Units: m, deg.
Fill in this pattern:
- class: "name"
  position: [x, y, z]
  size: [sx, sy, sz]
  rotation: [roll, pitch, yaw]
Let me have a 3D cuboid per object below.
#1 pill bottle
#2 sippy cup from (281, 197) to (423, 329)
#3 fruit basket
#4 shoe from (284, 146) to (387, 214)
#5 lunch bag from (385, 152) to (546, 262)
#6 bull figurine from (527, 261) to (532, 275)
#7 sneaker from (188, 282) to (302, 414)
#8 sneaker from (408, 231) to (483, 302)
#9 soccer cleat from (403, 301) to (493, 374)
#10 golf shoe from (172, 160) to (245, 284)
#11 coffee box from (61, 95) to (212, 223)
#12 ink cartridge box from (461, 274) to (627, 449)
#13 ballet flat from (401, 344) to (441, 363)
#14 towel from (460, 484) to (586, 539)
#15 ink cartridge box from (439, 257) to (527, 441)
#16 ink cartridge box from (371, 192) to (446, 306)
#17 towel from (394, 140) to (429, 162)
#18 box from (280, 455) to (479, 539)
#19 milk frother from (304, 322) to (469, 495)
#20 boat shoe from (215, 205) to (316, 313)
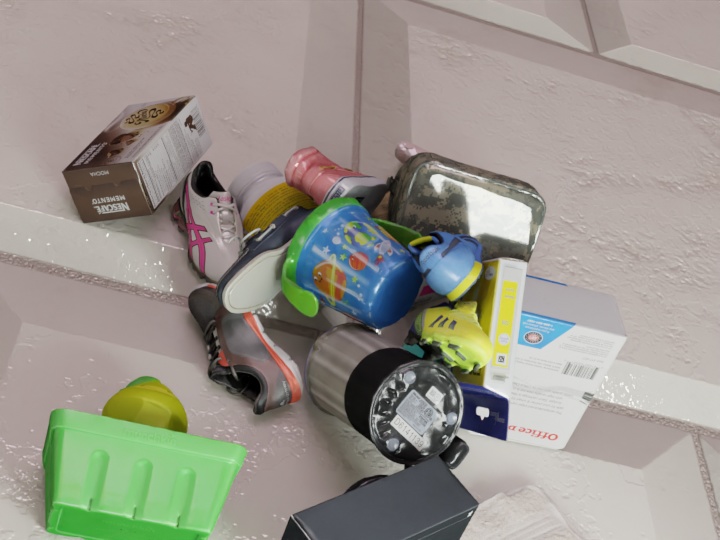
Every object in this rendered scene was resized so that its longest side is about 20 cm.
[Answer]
- class: "pill bottle"
  position: [-0.090, -0.052, 1.623]
  size: [0.112, 0.113, 0.200]
  rotation: [-17, 54, -39]
- class: "sippy cup"
  position: [0.000, 0.000, 1.466]
  size: [0.130, 0.140, 0.178]
  rotation: [33, 79, 32]
- class: "fruit basket"
  position: [-0.226, 0.183, 1.269]
  size: [0.214, 0.156, 0.217]
  rotation: [9, 58, -15]
- class: "shoe"
  position: [-0.032, -0.114, 1.585]
  size: [0.091, 0.072, 0.200]
  rotation: [39, 10, 12]
- class: "lunch bag"
  position: [0.136, -0.078, 1.628]
  size: [0.199, 0.140, 0.168]
  rotation: [15, 15, -9]
- class: "bull figurine"
  position: [0.222, 0.058, 1.676]
  size: [0.121, 0.065, 0.200]
  rotation: [6, 39, 28]
- class: "sneaker"
  position: [-0.156, 0.093, 1.456]
  size: [0.082, 0.077, 0.200]
  rotation: [-28, 57, -33]
- class: "sneaker"
  position: [0.097, -0.023, 1.432]
  size: [0.078, 0.066, 0.200]
  rotation: [42, 11, -5]
- class: "soccer cleat"
  position: [0.105, 0.064, 1.344]
  size: [0.065, 0.200, 0.084]
  rotation: [42, 81, -10]
- class: "golf shoe"
  position: [-0.192, -0.057, 1.597]
  size: [0.072, 0.092, 0.200]
  rotation: [-5, 47, -33]
- class: "coffee box"
  position: [-0.295, -0.151, 1.628]
  size: [0.112, 0.080, 0.200]
  rotation: [-4, 31, 23]
- class: "ink cartridge box"
  position: [0.219, 0.115, 1.512]
  size: [0.145, 0.201, 0.085]
  rotation: [13, 37, -13]
- class: "ballet flat"
  position: [0.117, 0.096, 1.578]
  size: [0.200, 0.072, 0.072]
  rotation: [-40, 66, -18]
- class: "towel"
  position: [0.174, 0.321, 1.383]
  size: [0.199, 0.035, 0.133]
  rotation: [-17, 52, -39]
- class: "ink cartridge box"
  position: [0.138, 0.091, 1.438]
  size: [0.047, 0.201, 0.198]
  rotation: [11, -5, -11]
- class: "ink cartridge box"
  position: [0.080, -0.037, 1.722]
  size: [0.199, 0.075, 0.165]
  rotation: [-14, 52, -38]
- class: "towel"
  position: [0.148, -0.140, 1.832]
  size: [0.199, 0.032, 0.191]
  rotation: [25, 4, 2]
- class: "box"
  position: [0.009, 0.289, 1.251]
  size: [0.199, 0.142, 0.079]
  rotation: [-14, 51, -38]
- class: "milk frother"
  position: [0.003, 0.185, 1.388]
  size: [0.199, 0.181, 0.188]
  rotation: [-33, 22, -16]
- class: "boat shoe"
  position: [-0.114, -0.020, 1.479]
  size: [0.062, 0.075, 0.200]
  rotation: [25, 49, 26]
